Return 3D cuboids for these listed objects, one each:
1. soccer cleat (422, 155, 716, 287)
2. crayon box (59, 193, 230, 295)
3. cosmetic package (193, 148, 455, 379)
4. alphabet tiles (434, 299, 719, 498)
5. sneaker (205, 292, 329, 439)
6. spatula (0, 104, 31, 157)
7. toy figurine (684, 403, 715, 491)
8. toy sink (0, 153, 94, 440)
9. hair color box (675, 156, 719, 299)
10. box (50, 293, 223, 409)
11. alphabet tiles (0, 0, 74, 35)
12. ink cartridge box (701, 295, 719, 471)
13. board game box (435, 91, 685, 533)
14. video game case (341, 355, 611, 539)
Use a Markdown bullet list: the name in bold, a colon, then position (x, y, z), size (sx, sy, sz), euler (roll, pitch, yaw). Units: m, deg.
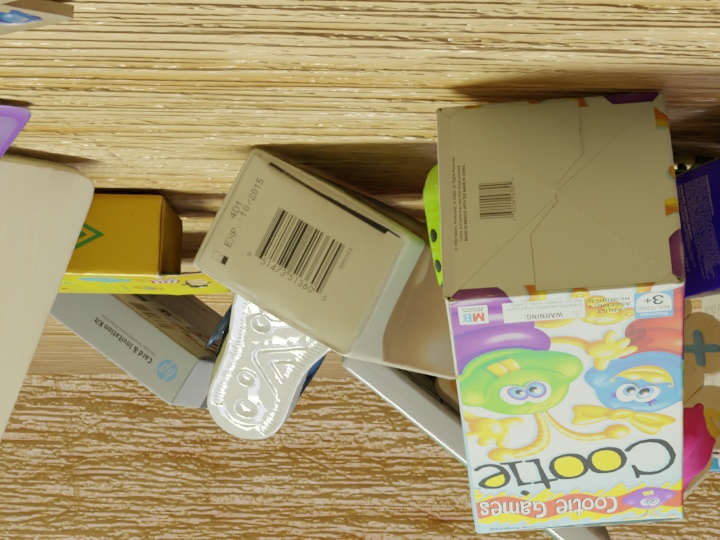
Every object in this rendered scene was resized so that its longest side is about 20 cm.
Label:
- **soccer cleat**: position (0.123, -0.019, 1.191), size (0.198, 0.082, 0.067), euler (3, 174, -22)
- **crayon box**: position (-0.180, -0.015, 1.424), size (0.198, 0.051, 0.127), euler (1, 174, 0)
- **cosmetic package**: position (0.000, 0.000, 1.276), size (0.105, 0.071, 0.200), euler (30, -176, 17)
- **alphabet tiles**: position (0.144, 0.056, 1.462), size (0.195, 0.200, 0.015), euler (-36, 159, -39)
- **sneaker**: position (-0.032, 0.000, 1.496), size (0.080, 0.147, 0.201), euler (26, 129, -3)
- **spatula**: position (-0.214, -0.017, 1.139), size (0.056, 0.021, 0.201), euler (4, 136, -28)
- **toy figurine**: position (0.142, 0.050, 1.359), size (0.149, 0.186, 0.200), euler (2, 174, -15)
- **toy sink**: position (-0.252, 0.010, 1.272), size (0.130, 0.201, 0.112), euler (7, -159, -46)
- **hair color box**: position (0.215, -0.030, 1.078), size (0.108, 0.065, 0.200), euler (-10, 175, -13)
- **box**: position (-0.141, 0.040, 1.641), size (0.155, 0.041, 0.200), euler (35, -173, 18)
- **alphabet tiles**: position (-0.209, -0.098, 0.853), size (0.166, 0.008, 0.199), euler (7, 171, -44)
- **ink cartridge box**: position (0.330, 0.080, 1.804), size (0.084, 0.147, 0.200), euler (3, 174, -12)
- **board game box**: position (0.094, 0.024, 1.077), size (0.102, 0.106, 0.201), euler (-4, 145, 5)
- **video game case**: position (0.071, 0.103, 1.487), size (0.200, 0.022, 0.182), euler (39, -175, -2)
